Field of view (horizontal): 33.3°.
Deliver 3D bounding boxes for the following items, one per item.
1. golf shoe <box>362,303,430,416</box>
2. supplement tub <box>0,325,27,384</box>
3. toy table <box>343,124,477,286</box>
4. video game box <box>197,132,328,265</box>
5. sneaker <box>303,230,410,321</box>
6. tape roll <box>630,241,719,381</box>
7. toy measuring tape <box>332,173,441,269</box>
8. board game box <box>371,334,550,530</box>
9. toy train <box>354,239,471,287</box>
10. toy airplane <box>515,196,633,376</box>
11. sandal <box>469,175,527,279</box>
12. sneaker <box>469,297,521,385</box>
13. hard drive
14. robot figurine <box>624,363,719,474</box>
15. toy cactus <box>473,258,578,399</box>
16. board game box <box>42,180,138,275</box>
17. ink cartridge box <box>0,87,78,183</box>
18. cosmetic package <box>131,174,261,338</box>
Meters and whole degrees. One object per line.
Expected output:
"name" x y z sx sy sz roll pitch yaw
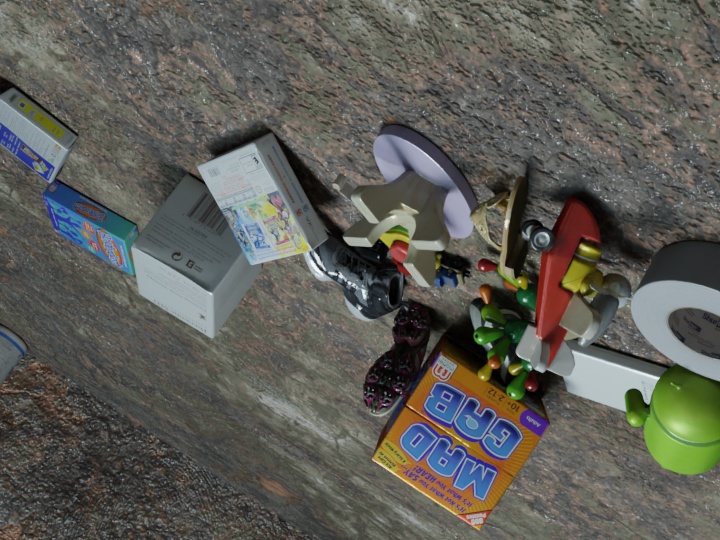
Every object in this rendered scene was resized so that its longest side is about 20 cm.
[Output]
"golf shoe" 0.067 0.157 1.940 0.072 0.201 0.092 16 149 22
"supplement tub" -1.086 0.270 3.534 0.131 0.201 0.132 27 155 14
"toy table" 0.066 -0.082 1.617 0.200 0.117 0.183 44 153 -23
"video game box" -0.153 -0.106 1.859 0.199 0.047 0.183 -10 109 57
"sneaker" 0.000 0.000 1.899 0.113 0.076 0.200 -7 134 46
"tape roll" 0.435 0.054 1.470 0.199 0.066 0.201 27 154 14
"toy measuring tape" 0.048 -0.070 1.716 0.200 0.074 0.073 43 154 -19
"board game box" 0.158 0.249 1.909 0.199 0.201 0.200 33 -174 2
"toy train" 0.074 -0.016 1.805 0.199 0.046 0.034 19 151 29
"toy airplane" 0.268 0.037 1.503 0.140 0.201 0.200 2 145 -3
"sandal" 0.175 -0.057 1.573 0.069 0.078 0.212 18 156 18
"sneaker" 0.220 0.106 1.836 0.079 0.074 0.201 45 170 40
"hard drive" 0.390 0.167 1.773 0.199 0.027 0.132 17 150 31
"robot figurine" 0.442 0.197 1.608 0.174 0.116 0.200 2 149 7
"toy cactus" 0.240 0.078 1.688 0.164 0.202 0.102 -6 174 5
"board game box" -0.534 -0.084 2.420 0.199 0.045 0.152 28 154 11
"ink cartridge box" -0.625 -0.263 2.217 0.200 0.047 0.197 40 156 -9
"cosmetic package" -0.277 -0.021 2.078 0.167 0.167 0.200 30 156 8
